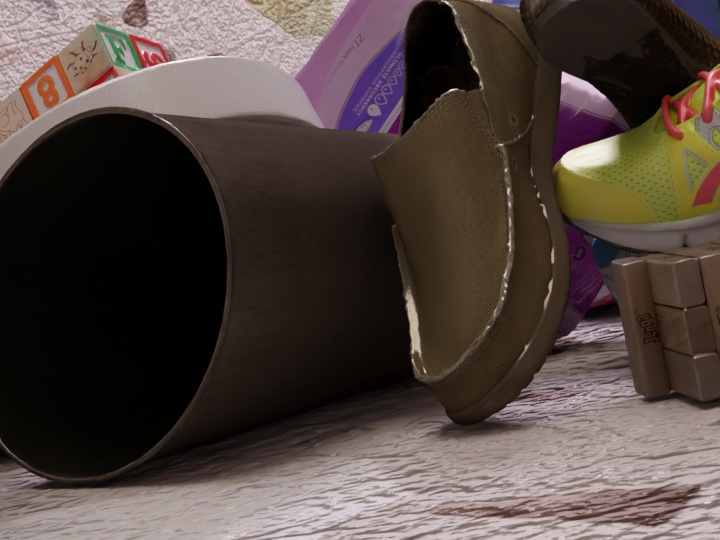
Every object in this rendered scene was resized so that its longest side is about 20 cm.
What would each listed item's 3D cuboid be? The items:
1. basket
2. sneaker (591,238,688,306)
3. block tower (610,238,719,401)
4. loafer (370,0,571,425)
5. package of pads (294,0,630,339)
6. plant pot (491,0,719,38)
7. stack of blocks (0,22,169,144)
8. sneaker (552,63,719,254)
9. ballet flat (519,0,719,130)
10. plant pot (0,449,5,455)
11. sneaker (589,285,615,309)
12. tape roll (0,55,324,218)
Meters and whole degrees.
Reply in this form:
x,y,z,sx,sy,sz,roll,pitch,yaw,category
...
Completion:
x,y,z,sx,sy,sz,roll,pitch,yaw,category
-0.043,0.001,0.900,0.199,0.137,0.180,-9,-25,-47,basket
0.182,-0.021,0.936,0.199,0.073,0.072,-17,-28,-44,sneaker
0.200,0.004,0.789,0.199,0.054,0.058,-12,4,-7,block tower
0.039,-0.030,0.845,0.067,0.201,0.076,24,-43,-26,loafer
0.050,-0.064,1.030,0.200,0.121,0.076,36,3,41,package of pads
0.198,-0.109,1.232,0.179,0.201,0.199,-23,18,-33,plant pot
-0.171,-0.023,1.113,0.200,0.116,0.058,-37,-24,24,stack of blocks
0.166,-0.071,0.840,0.199,0.091,0.078,-17,26,12,sneaker
0.126,-0.087,0.892,0.067,0.047,0.200,-35,-35,22,ballet flat
-0.170,0.067,1.044,0.199,0.028,0.200,-11,4,1,plant pot
0.119,-0.028,1.134,0.073,0.088,0.200,-12,6,-13,sneaker
-0.106,-0.024,0.983,0.202,0.037,0.203,-24,-23,-11,tape roll
